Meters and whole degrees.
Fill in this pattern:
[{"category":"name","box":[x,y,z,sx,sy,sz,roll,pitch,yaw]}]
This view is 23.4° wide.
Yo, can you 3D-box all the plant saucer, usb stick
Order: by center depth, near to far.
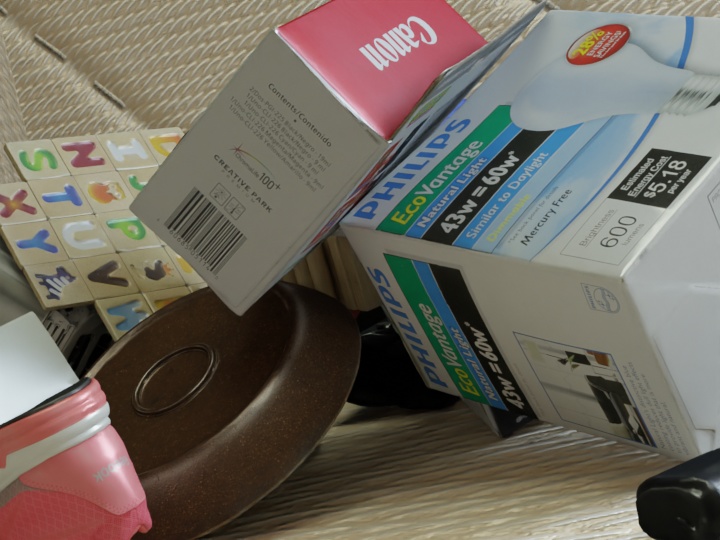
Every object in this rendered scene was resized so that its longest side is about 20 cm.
[{"category":"usb stick","box":[0.203,0.075,0.750,0.199,0.033,0.055,-17,1,-31]},{"category":"plant saucer","box":[-0.094,0.069,0.944,0.199,0.035,0.201,-24,32,16]}]

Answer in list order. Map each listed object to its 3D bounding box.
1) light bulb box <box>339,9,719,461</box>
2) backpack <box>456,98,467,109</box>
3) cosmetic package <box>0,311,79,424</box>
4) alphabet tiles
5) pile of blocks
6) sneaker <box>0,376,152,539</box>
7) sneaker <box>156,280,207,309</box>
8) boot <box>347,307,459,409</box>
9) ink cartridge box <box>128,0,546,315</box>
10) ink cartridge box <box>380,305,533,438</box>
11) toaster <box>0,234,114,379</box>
[{"category":"light bulb box","box":[0.134,-0.027,0.897,0.199,0.125,0.198,12,50,48]},{"category":"backpack","box":[0.124,-0.060,1.483,0.198,0.164,0.168,0,17,2]},{"category":"cosmetic package","box":[-0.250,0.109,0.872,0.200,0.052,0.151,-39,-4,40]},{"category":"alphabet tiles","box":[-0.132,-0.027,1.098,0.199,0.167,0.006,-9,-37,-39]},{"category":"pile of blocks","box":[0.000,0.000,1.036,0.199,0.063,0.082,-9,16,28]},{"category":"sneaker","box":[-0.168,0.131,0.840,0.074,0.087,0.200,-30,-7,-45]},{"category":"sneaker","box":[-0.111,-0.005,1.152,0.079,0.131,0.200,-39,-11,30]},{"category":"boot","box":[0.014,0.052,1.182,0.164,0.066,0.200,-12,11,21]},{"category":"ink cartridge box","box":[-0.005,-0.092,0.930,0.176,0.084,0.200,-47,-2,28]},{"category":"ink cartridge box","box":[0.115,-0.006,1.047,0.197,0.047,0.200,-31,31,-8]},{"category":"toaster","box":[-0.236,0.048,1.092,0.129,0.201,0.114,30,6,11]}]
